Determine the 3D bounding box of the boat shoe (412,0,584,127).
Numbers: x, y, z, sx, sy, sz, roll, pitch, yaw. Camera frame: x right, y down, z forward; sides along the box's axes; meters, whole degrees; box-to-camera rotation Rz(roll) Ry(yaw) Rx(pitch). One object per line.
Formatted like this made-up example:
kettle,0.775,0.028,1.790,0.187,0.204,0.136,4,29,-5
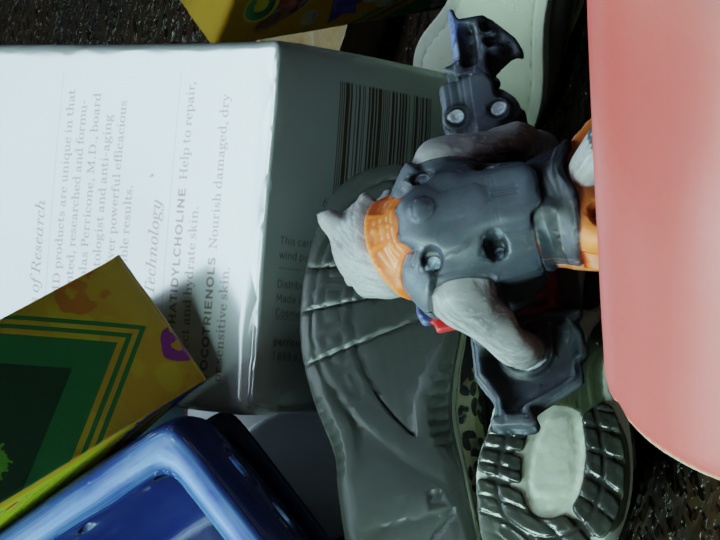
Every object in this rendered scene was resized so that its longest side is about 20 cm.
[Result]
boat shoe,0.073,-0.129,1.381,0.060,0.072,0.202,-46,-25,-40

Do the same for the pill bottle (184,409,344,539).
pill bottle,-0.045,0.052,1.584,0.200,0.114,0.114,-109,31,-54

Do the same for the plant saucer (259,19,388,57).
plant saucer,-0.015,-0.177,1.706,0.200,0.035,0.201,-172,90,-72

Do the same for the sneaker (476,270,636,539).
sneaker,0.093,0.043,1.244,0.089,0.077,0.201,67,-145,-66

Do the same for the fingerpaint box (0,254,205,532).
fingerpaint box,-0.188,0.094,1.263,0.073,0.167,0.200,54,135,6

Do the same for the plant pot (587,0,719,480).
plant pot,0.156,-0.035,0.913,0.201,0.200,0.178,-117,29,-60

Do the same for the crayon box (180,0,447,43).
crayon box,-0.012,-0.181,1.436,0.052,0.199,0.126,55,140,30

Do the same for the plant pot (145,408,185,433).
plant pot,-0.118,0.164,1.652,0.161,0.200,0.201,-134,53,-58

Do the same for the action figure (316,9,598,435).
action figure,0.070,-0.049,1.177,0.105,0.193,0.201,43,-152,-57

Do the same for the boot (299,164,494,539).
boot,0.032,0.066,1.285,0.154,0.073,0.204,35,-133,-71

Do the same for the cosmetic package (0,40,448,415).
cosmetic package,-0.069,-0.018,1.373,0.199,0.167,0.167,3,89,39

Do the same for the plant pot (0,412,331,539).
plant pot,-0.085,0.186,1.288,0.200,0.200,0.180,-37,-1,9
